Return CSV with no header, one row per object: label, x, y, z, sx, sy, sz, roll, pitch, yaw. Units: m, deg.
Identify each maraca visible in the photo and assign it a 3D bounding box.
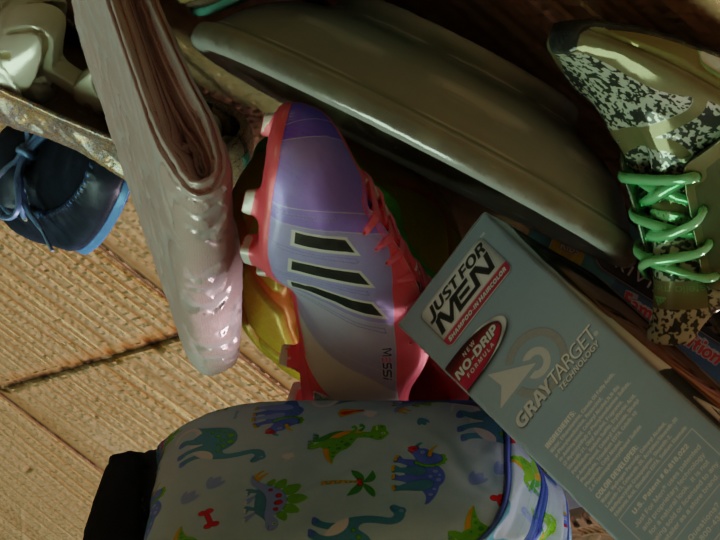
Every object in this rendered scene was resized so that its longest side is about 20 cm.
maraca,-0.002,-0.003,1.324,0.137,0.107,0.200,56,166,-6

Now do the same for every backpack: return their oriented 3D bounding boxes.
backpack,-0.013,0.124,1.172,0.199,0.163,0.154,12,118,0

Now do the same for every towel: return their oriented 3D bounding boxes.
towel,-0.090,-0.073,1.274,0.200,0.032,0.192,90,162,-67

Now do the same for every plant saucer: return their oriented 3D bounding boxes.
plant saucer,0.030,-0.066,1.173,0.199,0.050,0.200,26,179,0

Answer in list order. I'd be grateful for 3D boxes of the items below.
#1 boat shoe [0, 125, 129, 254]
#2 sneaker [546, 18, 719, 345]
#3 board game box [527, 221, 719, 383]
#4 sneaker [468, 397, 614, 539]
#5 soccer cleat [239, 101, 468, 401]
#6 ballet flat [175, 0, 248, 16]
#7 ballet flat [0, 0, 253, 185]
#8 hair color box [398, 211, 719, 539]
boat shoe,-0.167,-0.046,1.545,0.068,0.085,0.200,27,162,-16
sneaker,0.132,-0.016,1.113,0.200,0.089,0.077,44,159,-28
board game box,0.127,0.047,1.345,0.151,0.047,0.200,32,161,3
sneaker,0.119,0.072,1.261,0.199,0.109,0.070,-9,141,19
soccer cleat,0.000,0.000,1.179,0.076,0.067,0.200,6,146,11
ballet flat,-0.020,-0.142,1.126,0.200,0.068,0.063,-5,110,59
ballet flat,-0.136,-0.095,1.425,0.199,0.068,0.067,26,148,3
hair color box,0.113,0.067,1.132,0.099,0.061,0.200,28,-168,-49
